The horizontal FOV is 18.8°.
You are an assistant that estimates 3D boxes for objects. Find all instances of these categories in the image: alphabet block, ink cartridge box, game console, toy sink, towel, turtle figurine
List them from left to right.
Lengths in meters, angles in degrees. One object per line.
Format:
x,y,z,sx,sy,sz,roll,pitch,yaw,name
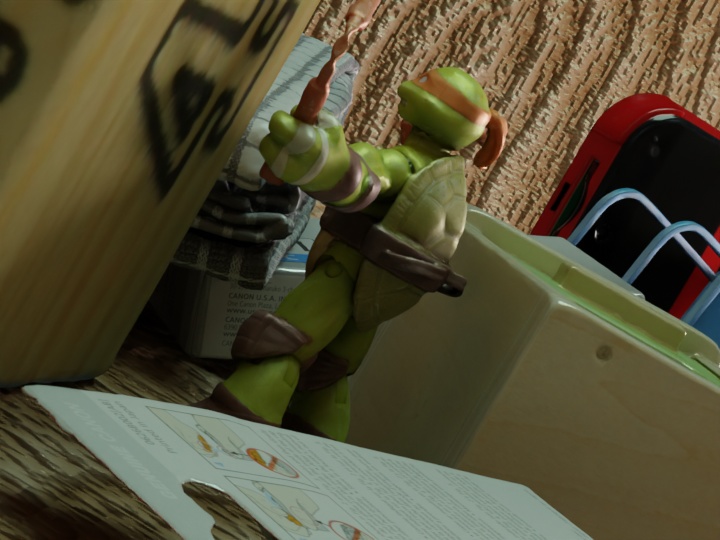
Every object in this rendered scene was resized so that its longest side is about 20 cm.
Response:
-0.130,-0.097,0.645,0.195,0.201,0.196,30,5,8,alphabet block
-0.093,-0.060,0.867,0.165,0.086,0.200,20,16,2,towel
0.000,0.000,0.973,0.199,0.045,0.176,4,14,-20,ink cartridge box
0.004,-0.003,0.717,0.064,0.162,0.200,31,4,14,turtle figurine
0.022,0.098,0.549,0.199,0.050,0.162,14,15,-44,ink cartridge box
0.070,0.056,0.803,0.130,0.112,0.200,29,5,-16,toy sink
0.153,0.023,1.142,0.176,0.201,0.031,27,6,-35,game console

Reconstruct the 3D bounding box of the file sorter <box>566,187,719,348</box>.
0.170,0.067,1.021,0.123,0.139,0.200,42,-5,-40,file sorter
